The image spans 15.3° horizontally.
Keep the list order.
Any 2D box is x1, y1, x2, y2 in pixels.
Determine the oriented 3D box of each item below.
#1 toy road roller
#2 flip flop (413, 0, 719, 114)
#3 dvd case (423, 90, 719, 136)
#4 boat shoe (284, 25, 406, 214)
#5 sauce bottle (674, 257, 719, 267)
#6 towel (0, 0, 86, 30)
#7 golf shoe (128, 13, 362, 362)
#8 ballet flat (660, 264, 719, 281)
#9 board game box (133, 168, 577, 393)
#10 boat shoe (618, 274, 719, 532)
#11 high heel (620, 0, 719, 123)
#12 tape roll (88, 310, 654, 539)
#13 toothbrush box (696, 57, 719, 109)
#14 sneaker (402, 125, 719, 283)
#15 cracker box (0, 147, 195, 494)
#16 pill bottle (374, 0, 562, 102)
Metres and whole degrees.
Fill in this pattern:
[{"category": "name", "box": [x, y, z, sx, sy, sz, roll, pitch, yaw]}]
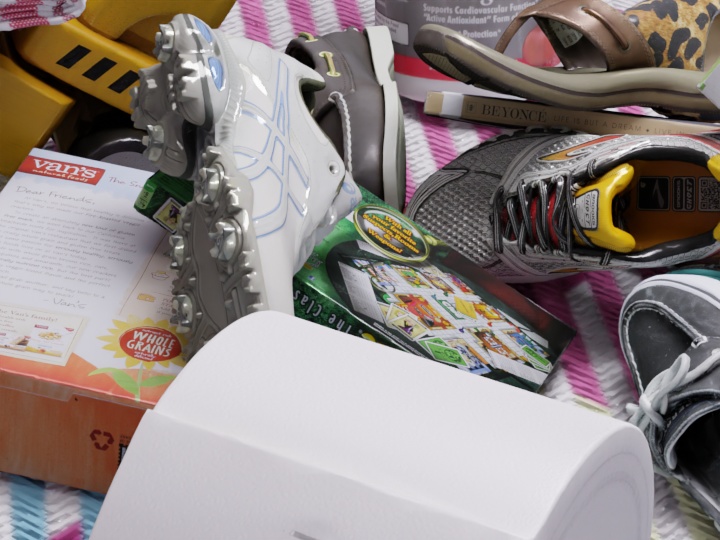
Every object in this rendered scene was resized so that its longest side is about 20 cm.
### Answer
[{"category": "toy road roller", "box": [-0.152, -0.126, 1.350, 0.200, 0.146, 0.123, 27, 19, -27]}, {"category": "flip flop", "box": [0.118, -0.109, 1.328, 0.199, 0.058, 0.081, 3, 8, -21]}, {"category": "dvd case", "box": [0.149, -0.072, 1.397, 0.199, 0.016, 0.149, 8, 3, 20]}, {"category": "boat shoe", "box": [-0.009, -0.075, 1.411, 0.060, 0.072, 0.201, -1, 23, -3]}, {"category": "sauce bottle", "box": [0.193, -0.025, 1.355, 0.199, 0.066, 0.066, 15, 31, 14]}, {"category": "towel", "box": [-0.232, -0.149, 1.284, 0.199, 0.030, 0.146, -3, 31, -7]}, {"category": "golf shoe", "box": [-0.037, -0.027, 1.174, 0.097, 0.078, 0.200, 7, 52, -25]}, {"category": "ballet flat", "box": [0.218, 0.052, 1.233, 0.072, 0.072, 0.200, -20, 30, -37]}, {"category": "board game box", "box": [0.000, 0.000, 1.247, 0.200, 0.023, 0.105, 34, 33, 6]}, {"category": "boat shoe", "box": [0.154, 0.066, 1.180, 0.068, 0.074, 0.200, 5, 35, -30]}, {"category": "high heel", "box": [0.232, -0.106, 1.412, 0.142, 0.072, 0.200, 7, -6, 38]}, {"category": "tape roll", "box": [0.002, 0.129, 0.916, 0.139, 0.203, 0.203, 18, 32, 19]}, {"category": "toothbrush box", "box": [0.274, -0.085, 1.300, 0.146, 0.086, 0.200, 44, 30, 13]}, {"category": "sneaker", "box": [0.110, -0.036, 1.292, 0.199, 0.078, 0.082, -8, 1, 25]}, {"category": "cracker box", "box": [-0.119, 0.022, 1.228, 0.134, 0.058, 0.200, 12, 31, 8]}, {"category": "pill bottle", "box": [0.061, -0.201, 1.495, 0.110, 0.201, 0.111, -1, 22, 1]}]
